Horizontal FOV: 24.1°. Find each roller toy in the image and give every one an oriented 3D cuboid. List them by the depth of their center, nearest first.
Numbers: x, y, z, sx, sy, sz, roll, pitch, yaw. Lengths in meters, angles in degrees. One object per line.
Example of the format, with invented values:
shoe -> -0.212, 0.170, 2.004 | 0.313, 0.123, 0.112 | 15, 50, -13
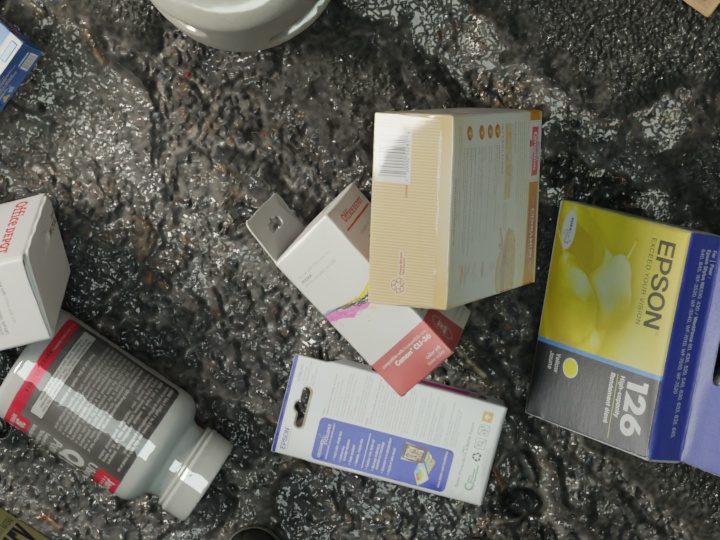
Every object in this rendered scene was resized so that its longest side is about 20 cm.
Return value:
roller toy -> -0.108, -0.282, 1.420 | 0.198, 0.140, 0.184 | -1, 87, 4

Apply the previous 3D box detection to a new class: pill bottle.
pill bottle -> -0.216, 0.133, 1.493 | 0.199, 0.111, 0.111 | 34, 97, -2

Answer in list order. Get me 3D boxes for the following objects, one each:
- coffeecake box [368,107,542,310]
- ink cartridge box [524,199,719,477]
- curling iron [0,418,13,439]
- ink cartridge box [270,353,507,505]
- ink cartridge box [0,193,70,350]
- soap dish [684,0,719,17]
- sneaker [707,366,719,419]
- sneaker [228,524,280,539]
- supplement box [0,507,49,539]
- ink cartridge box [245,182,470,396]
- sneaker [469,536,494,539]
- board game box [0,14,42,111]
coffeecake box -> 0.083, -0.057, 1.409 | 0.073, 0.200, 0.155 | 5, 98, 26
ink cartridge box -> 0.239, 0.055, 1.441 | 0.047, 0.199, 0.199 | 3, 99, -41
curling iron -> -0.400, 0.094, 1.538 | 0.199, 0.026, 0.050 | 30, 76, 2
ink cartridge box -> 0.026, 0.141, 1.525 | 0.198, 0.037, 0.095 | 14, 99, -3
ink cartridge box -> -0.361, 0.017, 1.458 | 0.198, 0.145, 0.085 | -14, 115, 3
soap dish -> 0.288, -0.342, 1.429 | 0.157, 0.081, 0.201 | 35, 97, -3
sneaker -> 0.362, 0.090, 1.494 | 0.199, 0.111, 0.077 | -34, 81, -28
sneaker -> -0.054, 0.325, 1.515 | 0.075, 0.106, 0.200 | -44, 94, 7
supplement box -> -0.340, 0.343, 1.512 | 0.199, 0.134, 0.200 | 33, 98, -3
ink cartridge box -> 0.000, 0.000, 1.461 | 0.067, 0.117, 0.200 | -42, 95, 19
sneaker -> 0.123, 0.296, 1.525 | 0.199, 0.070, 0.100 | 13, 95, -1
board game box -> -0.385, -0.152, 1.473 | 0.135, 0.034, 0.200 | 40, 98, 22
